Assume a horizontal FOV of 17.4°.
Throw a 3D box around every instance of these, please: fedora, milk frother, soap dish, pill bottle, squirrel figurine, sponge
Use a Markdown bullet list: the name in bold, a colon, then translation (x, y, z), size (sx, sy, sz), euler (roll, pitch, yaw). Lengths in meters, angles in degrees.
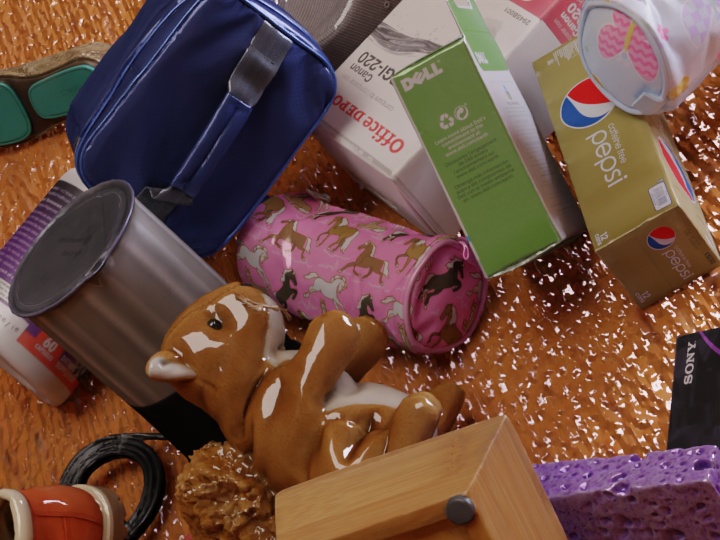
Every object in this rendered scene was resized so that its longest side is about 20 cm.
- **fedora**: translation (-0.010, -0.210, 1.821), size (0.176, 0.090, 0.201), euler (0, 55, 39)
- **milk frother**: translation (-0.173, 0.075, 1.619), size (0.180, 0.188, 0.201), euler (-1, 52, 55)
- **soap dish**: translation (0.052, 0.197, 1.316), size (0.156, 0.201, 0.081), euler (-21, 11, 27)
- **pill bottle**: translation (-0.209, -0.007, 1.788), size (0.200, 0.111, 0.111), euler (-52, 40, -11)
- **squirrel figurine**: translation (-0.056, 0.110, 1.495), size (0.186, 0.141, 0.201), euler (28, 102, 8)
- **sponge**: translation (0.136, 0.155, 1.350), size (0.199, 0.112, 0.030), euler (-10, 40, 34)

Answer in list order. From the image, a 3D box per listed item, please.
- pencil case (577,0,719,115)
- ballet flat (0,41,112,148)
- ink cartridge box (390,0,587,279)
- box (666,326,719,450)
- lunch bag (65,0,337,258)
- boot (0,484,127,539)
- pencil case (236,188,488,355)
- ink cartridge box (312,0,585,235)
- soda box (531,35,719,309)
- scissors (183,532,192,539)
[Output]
- **pencil case**: translation (0.233, -0.179, 1.547), size (0.199, 0.091, 0.083), euler (-33, 10, -29)
- **ballet flat**: translation (-0.276, -0.152, 2.027), size (0.199, 0.071, 0.065), euler (-8, 23, 32)
- **ink cartridge box**: translation (0.075, -0.099, 1.554), size (0.059, 0.201, 0.104), euler (-27, -3, 16)
- **box**: translation (0.272, 0.084, 1.364), size (0.199, 0.036, 0.144), euler (-16, 46, 31)
- **lunch bag**: translation (-0.120, -0.109, 1.673), size (0.201, 0.135, 0.132), euler (-54, 19, 6)
- **boot**: translation (-0.223, 0.238, 1.550), size (0.075, 0.107, 0.202), euler (6, 85, 35)
- **pencil case**: translation (0.000, 0.000, 1.633), size (0.082, 0.087, 0.199), euler (-14, 22, -38)
- **ink cartridge box**: translation (0.073, -0.137, 1.693), size (0.200, 0.085, 0.146), euler (-48, 39, -3)
- **soda box**: translation (0.175, -0.074, 1.562), size (0.064, 0.068, 0.201), euler (-29, 41, 16)
- **scissors**: translation (-0.129, 0.213, 1.597), size (0.200, 0.014, 0.073), euler (-50, 41, -11)
